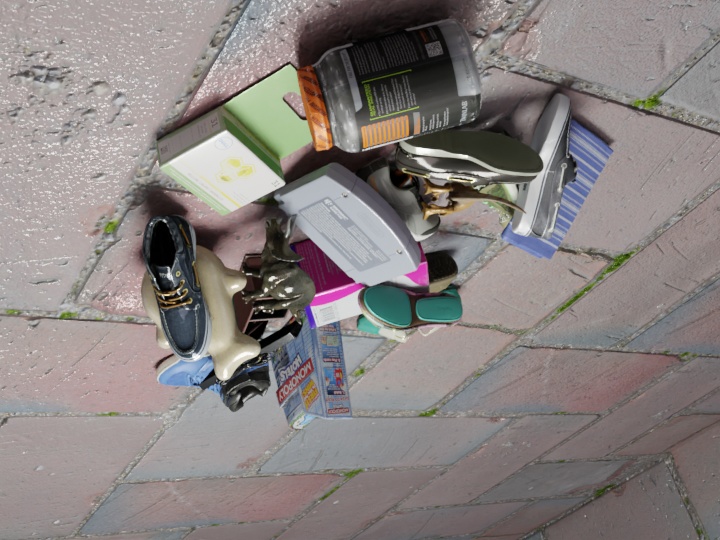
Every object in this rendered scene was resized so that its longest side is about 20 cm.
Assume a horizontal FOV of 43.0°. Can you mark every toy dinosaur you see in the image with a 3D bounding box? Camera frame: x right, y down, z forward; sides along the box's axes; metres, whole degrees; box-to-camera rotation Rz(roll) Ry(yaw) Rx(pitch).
[{"bbox_3d":[-0.106,0.024,1.291,0.101,0.077,0.201,-15,129,12],"label":"toy dinosaur"},{"bbox_3d":[0.142,-0.104,1.276,0.105,0.061,0.200,-6,-174,-13],"label":"toy dinosaur"}]

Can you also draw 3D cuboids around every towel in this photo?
[{"bbox_3d":[0.293,-0.117,1.371,0.144,0.024,0.202,18,104,-48],"label":"towel"}]

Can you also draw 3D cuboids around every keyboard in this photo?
[{"bbox_3d":[-0.182,0.146,1.485,0.199,0.021,0.127,-31,-171,22],"label":"keyboard"}]

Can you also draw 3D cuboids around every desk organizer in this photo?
[{"bbox_3d":[-0.165,0.062,1.461,0.071,0.078,0.201,-3,147,-23],"label":"desk organizer"}]

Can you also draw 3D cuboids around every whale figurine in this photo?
[{"bbox_3d":[-0.224,0.058,1.314,0.159,0.201,0.104,-40,174,1],"label":"whale figurine"}]

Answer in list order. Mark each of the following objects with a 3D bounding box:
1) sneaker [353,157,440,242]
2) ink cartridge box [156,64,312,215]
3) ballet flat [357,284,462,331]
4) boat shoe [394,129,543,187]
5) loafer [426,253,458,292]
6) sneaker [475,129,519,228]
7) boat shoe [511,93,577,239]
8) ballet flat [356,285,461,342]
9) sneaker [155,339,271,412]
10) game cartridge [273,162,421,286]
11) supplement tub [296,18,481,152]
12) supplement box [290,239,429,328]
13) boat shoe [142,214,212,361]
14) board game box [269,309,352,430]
[{"bbox_3d":[0.063,-0.102,1.317,0.079,0.075,0.199,-37,145,22],"label":"sneaker"},{"bbox_3d":[-0.134,-0.157,1.144,0.198,0.048,0.145,-24,149,17],"label":"ink cartridge box"},{"bbox_3d":[0.067,0.063,1.406,0.198,0.070,0.071,4,164,-34],"label":"ballet flat"},{"bbox_3d":[0.146,-0.149,1.239,0.198,0.072,0.061,12,137,-2],"label":"boat shoe"},{"bbox_3d":[0.069,0.030,1.534,0.197,0.077,0.068,-11,144,-11],"label":"loafer"},{"bbox_3d":[0.189,-0.130,1.354,0.087,0.078,0.201,-8,146,10],"label":"sneaker"},{"bbox_3d":[0.269,-0.141,1.274,0.067,0.072,0.203,12,102,-6],"label":"boat shoe"},{"bbox_3d":[0.091,0.090,1.651,0.198,0.071,0.068,-19,151,2],"label":"ballet flat"},{"bbox_3d":[-0.255,0.196,1.601,0.197,0.112,0.077,-11,150,-11],"label":"sneaker"},{"bbox_3d":[-0.011,-0.062,1.265,0.132,0.041,0.200,-16,129,45],"label":"game cartridge"},{"bbox_3d":[0.032,-0.211,1.063,0.197,0.124,0.123,-14,151,-4],"label":"supplement tub"},{"bbox_3d":[0.000,0.000,1.421,0.197,0.104,0.102,-15,150,-2],"label":"supplement box"},{"bbox_3d":[-0.250,0.025,1.217,0.070,0.203,0.091,-9,180,6],"label":"boat shoe"},{"bbox_3d":[-0.089,0.189,1.590,0.061,0.202,0.200,6,143,-36],"label":"board game box"}]
